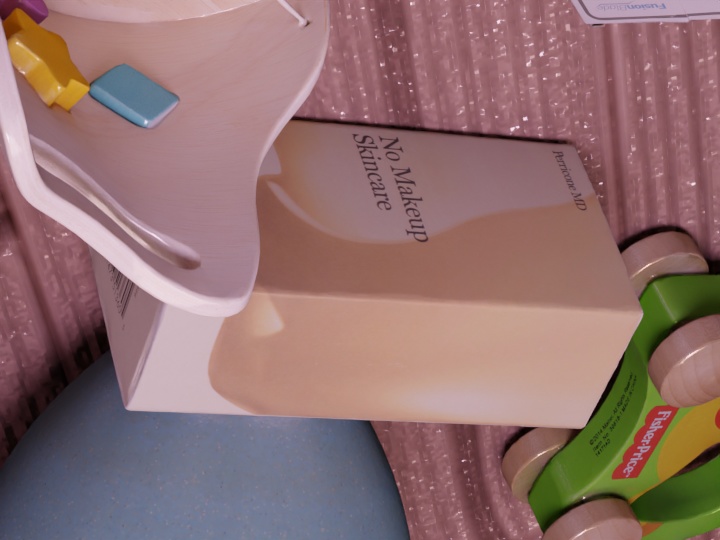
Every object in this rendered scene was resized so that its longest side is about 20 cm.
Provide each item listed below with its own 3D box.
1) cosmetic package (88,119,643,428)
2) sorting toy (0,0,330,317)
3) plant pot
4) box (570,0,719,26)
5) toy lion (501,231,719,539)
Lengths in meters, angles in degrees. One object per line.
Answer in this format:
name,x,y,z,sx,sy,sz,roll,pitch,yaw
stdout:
cosmetic package,0.000,0.000,1.001,0.199,0.106,0.071,2,135,-24
sorting toy,-0.092,-0.075,0.829,0.106,0.181,0.200,-33,136,16
plant pot,-0.063,0.100,1.040,0.199,0.200,0.136,4,111,-23
box,0.096,-0.164,0.848,0.116,0.060,0.200,0,150,32
toy lion,0.185,0.053,1.163,0.190,0.069,0.201,-1,137,-29
